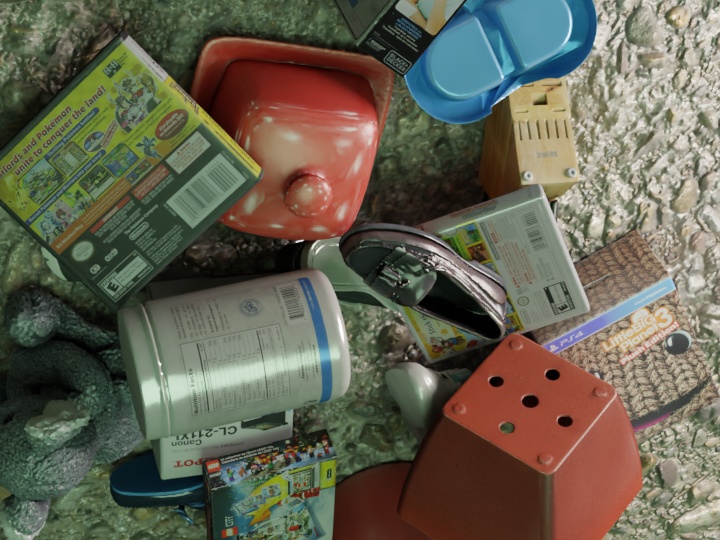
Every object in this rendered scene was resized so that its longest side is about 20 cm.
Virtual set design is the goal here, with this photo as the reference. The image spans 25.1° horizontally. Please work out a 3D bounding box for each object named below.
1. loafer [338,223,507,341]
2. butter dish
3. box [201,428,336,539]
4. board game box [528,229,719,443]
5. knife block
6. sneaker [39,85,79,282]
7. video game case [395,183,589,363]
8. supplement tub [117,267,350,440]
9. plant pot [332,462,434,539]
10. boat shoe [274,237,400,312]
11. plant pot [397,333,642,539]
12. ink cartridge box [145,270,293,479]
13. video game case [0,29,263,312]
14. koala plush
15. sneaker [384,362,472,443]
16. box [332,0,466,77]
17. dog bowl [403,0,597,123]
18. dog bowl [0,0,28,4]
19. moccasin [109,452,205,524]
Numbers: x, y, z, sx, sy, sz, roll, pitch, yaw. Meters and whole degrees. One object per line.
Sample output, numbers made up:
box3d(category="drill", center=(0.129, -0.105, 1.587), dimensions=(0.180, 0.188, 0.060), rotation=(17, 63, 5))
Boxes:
box3d(category="loafer", center=(0.068, 0.013, 1.568), dimensions=(0.200, 0.063, 0.072), rotation=(22, 132, -33))
box3d(category="butter dish", center=(-0.063, -0.101, 1.534), dimensions=(0.199, 0.148, 0.201), rotation=(5, 120, -21))
box3d(category="box", center=(-0.097, 0.253, 1.740), dimensions=(0.136, 0.038, 0.200), rotation=(-13, 144, -13))
box3d(category="board game box", center=(0.285, 0.086, 1.795), dimensions=(0.159, 0.097, 0.200), rotation=(-29, 126, 3))
box3d(category="knife block", center=(0.159, -0.111, 1.659), dimensions=(0.064, 0.176, 0.201), rotation=(-4, 78, -16))
box3d(category="sneaker", center=(-0.252, -0.073, 1.524), dimensions=(0.084, 0.075, 0.201), rotation=(10, 122, 5))
box3d(category="video game case", center=(0.123, 0.007, 1.642), dimensions=(0.181, 0.023, 0.200), rotation=(-19, 140, 10))
box3d(category="supplement tub", center=(-0.120, 0.078, 1.533), dimensions=(0.199, 0.132, 0.132), rotation=(-12, 125, -12))
box3d(category="plant pot", center=(0.048, 0.349, 1.846), dimensions=(0.200, 0.177, 0.201), rotation=(-8, 124, -12))
box3d(category="boat shoe", center=(0.000, 0.000, 1.672), dimensions=(0.200, 0.060, 0.076), rotation=(19, 78, -43))
box3d(category="plant pot", center=(0.173, 0.188, 1.694), dimensions=(0.200, 0.199, 0.177), rotation=(-44, 151, -32))
box3d(category="ink cartridge box", center=(-0.144, 0.110, 1.686), dimensions=(0.145, 0.083, 0.201), rotation=(-6, 123, -14))
box3d(category="video game case", center=(-0.220, -0.087, 1.472), dimensions=(0.200, 0.026, 0.181), rotation=(-40, 106, 18))
box3d(category="koala plush", center=(-0.296, 0.152, 1.570), dimensions=(0.183, 0.200, 0.178), rotation=(23, 114, -8))
box3d(category="sneaker", center=(0.084, 0.131, 1.758), dimensions=(0.088, 0.075, 0.200), rotation=(-34, 158, -6))
box3d(category="box", center=(0.067, -0.288, 1.472), dimensions=(0.060, 0.117, 0.200), rotation=(32, 110, -29))
box3d(category="dog bowl", center=(0.127, -0.216, 1.548), dimensions=(0.200, 0.050, 0.112), rotation=(-28, 100, -9))
box3d(category="dog bowl", center=(-0.306, -0.328, 1.364), dimensions=(0.199, 0.059, 0.201), rotation=(-9, 125, -13))
box3d(category="moccasin", center=(-0.172, 0.237, 1.765), dimensions=(0.199, 0.081, 0.068), rotation=(-6, 128, -13))
